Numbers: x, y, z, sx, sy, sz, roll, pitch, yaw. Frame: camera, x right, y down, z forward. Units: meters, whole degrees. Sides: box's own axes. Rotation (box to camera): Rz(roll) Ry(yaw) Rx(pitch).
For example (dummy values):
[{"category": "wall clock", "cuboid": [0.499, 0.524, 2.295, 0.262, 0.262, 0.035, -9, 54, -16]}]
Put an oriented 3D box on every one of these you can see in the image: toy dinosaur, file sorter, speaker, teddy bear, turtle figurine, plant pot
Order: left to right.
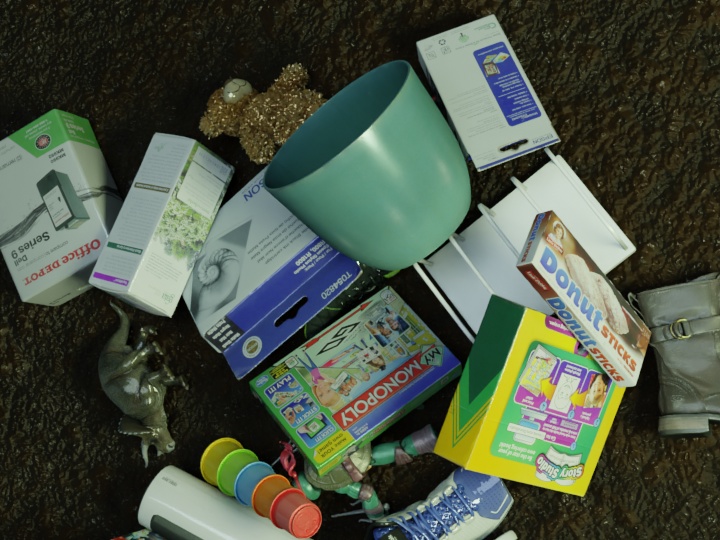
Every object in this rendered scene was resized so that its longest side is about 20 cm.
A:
[{"category": "toy dinosaur", "cuboid": [-0.276, 0.128, 1.492, 0.102, 0.077, 0.200, -34, 80, 4]}, {"category": "speaker", "cuboid": [-0.155, 0.305, 1.438, 0.200, 0.081, 0.081, 25, 92, 16]}, {"category": "teddy bear", "cuboid": [-0.095, -0.183, 1.452, 0.200, 0.067, 0.145, 35, 76, 29]}, {"category": "turtle figurine", "cuboid": [-0.009, 0.215, 1.399, 0.200, 0.101, 0.150, -32, 77, 5]}, {"category": "plant pot", "cuboid": [0.023, -0.098, 1.319, 0.200, 0.201, 0.161, -39, 110, 10]}, {"category": "file sorter", "cuboid": [0.175, -0.020, 1.349, 0.200, 0.125, 0.139, -39, 76, 9]}]

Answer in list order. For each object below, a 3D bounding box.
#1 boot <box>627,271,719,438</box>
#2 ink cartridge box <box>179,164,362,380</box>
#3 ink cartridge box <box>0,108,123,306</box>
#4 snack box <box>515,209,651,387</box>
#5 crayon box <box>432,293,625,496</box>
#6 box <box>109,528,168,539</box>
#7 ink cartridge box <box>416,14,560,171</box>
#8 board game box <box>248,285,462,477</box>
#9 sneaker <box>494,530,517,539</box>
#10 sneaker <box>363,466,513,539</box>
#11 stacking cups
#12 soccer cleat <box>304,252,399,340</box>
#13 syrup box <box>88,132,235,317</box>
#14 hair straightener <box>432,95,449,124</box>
[{"category": "boot", "cuboid": [0.392, 0.085, 1.308, 0.200, 0.069, 0.174, -5, 76, 9]}, {"category": "ink cartridge box", "cuboid": [-0.118, -0.007, 1.435, 0.200, 0.041, 0.200, -41, 50, 9]}, {"category": "ink cartridge box", "cuboid": [-0.378, -0.076, 1.535, 0.146, 0.084, 0.200, -28, 78, 12]}, {"category": "snack box", "cuboid": [0.230, 0.031, 1.256, 0.024, 0.200, 0.072, -12, 41, 44]}, {"category": "crayon box", "cuboid": [0.187, 0.135, 1.294, 0.058, 0.200, 0.173, 23, 92, 49]}, {"category": "box", "cuboid": [-0.185, 0.361, 1.411, 0.200, 0.137, 0.040, 26, 95, 16]}, {"category": "ink cartridge box", "cuboid": [0.140, -0.191, 1.376, 0.099, 0.039, 0.200, -19, 58, -2]}, {"category": "board game box", "cuboid": [-0.005, 0.121, 1.382, 0.200, 0.029, 0.135, -35, 61, -15]}, {"category": "sneaker", "cuboid": [0.117, 0.385, 1.354, 0.200, 0.071, 0.099, -39, 71, 5]}, {"category": "sneaker", "cuboid": [0.073, 0.288, 1.354, 0.199, 0.115, 0.081, -36, 77, 10]}, {"category": "stacking cups", "cuboid": [-0.113, 0.244, 1.382, 0.200, 0.060, 0.061, 19, 90, 57]}, {"category": "soccer cleat", "cuboid": [0.000, 0.000, 1.429, 0.081, 0.068, 0.200, 28, 90, 15]}, {"category": "syrup box", "cuboid": [-0.234, -0.054, 1.463, 0.081, 0.079, 0.200, 13, 76, 40]}, {"category": "hair straightener", "cuboid": [0.024, -0.140, 1.441, 0.200, 0.041, 0.077, -17, 70, 14]}]
